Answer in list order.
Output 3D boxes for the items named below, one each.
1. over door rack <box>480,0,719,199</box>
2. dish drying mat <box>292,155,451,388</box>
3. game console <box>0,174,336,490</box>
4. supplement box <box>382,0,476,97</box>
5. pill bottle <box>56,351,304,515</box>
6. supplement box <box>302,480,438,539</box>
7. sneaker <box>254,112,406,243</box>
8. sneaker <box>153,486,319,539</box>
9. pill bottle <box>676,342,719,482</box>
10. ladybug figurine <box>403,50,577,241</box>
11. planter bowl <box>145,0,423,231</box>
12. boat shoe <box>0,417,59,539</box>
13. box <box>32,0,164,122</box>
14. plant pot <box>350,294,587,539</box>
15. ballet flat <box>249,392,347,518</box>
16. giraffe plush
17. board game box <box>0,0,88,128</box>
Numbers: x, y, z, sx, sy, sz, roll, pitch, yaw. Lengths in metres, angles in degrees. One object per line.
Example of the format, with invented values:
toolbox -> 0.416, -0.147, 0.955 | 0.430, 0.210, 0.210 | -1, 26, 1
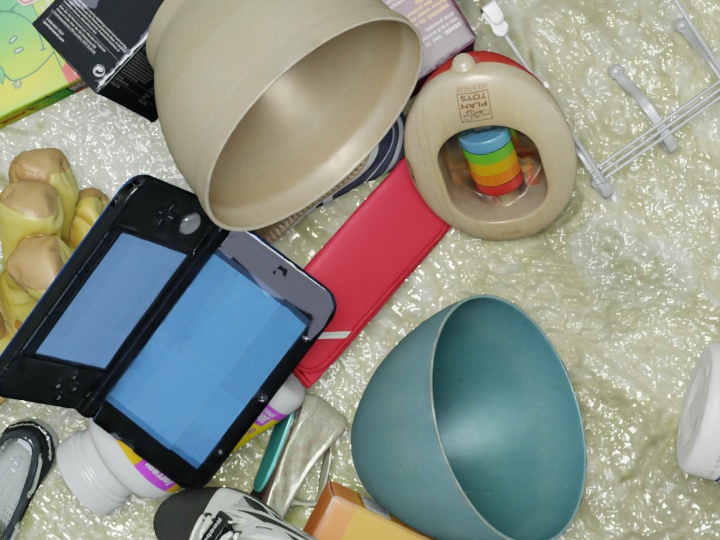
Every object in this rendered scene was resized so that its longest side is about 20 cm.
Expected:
over door rack -> 0.206, -0.181, 1.230 | 0.147, 0.067, 0.200 | -35, 110, 2
dish drying mat -> 0.000, 0.000, 1.232 | 0.200, 0.018, 0.077 | -48, 113, -16
game console -> -0.145, 0.053, 1.117 | 0.118, 0.171, 0.200 | 41, 99, 28
supplement box -> 0.008, -0.243, 1.224 | 0.085, 0.110, 0.200 | -33, 89, 3
pill bottle -> -0.152, 0.120, 1.235 | 0.200, 0.104, 0.104 | -35, 89, 11
supplement box -> 0.050, 0.249, 1.239 | 0.199, 0.069, 0.067 | 27, 92, -5
sneaker -> -0.046, -0.080, 1.258 | 0.200, 0.108, 0.070 | -28, 92, 33
sneaker -> -0.096, 0.219, 1.178 | 0.199, 0.088, 0.074 | 15, 87, 31
pill bottle -> 0.367, 0.134, 1.214 | 0.199, 0.111, 0.112 | 14, 91, 3
ladybug figurine -> 0.105, -0.106, 1.201 | 0.135, 0.200, 0.072 | -6, 50, 11
planter bowl -> -0.072, -0.146, 1.088 | 0.200, 0.200, 0.135 | -44, 69, 2
boat shoe -> -0.329, 0.216, 1.271 | 0.075, 0.060, 0.201 | 26, 92, 2
box -> -0.162, -0.203, 1.187 | 0.141, 0.200, 0.079 | -43, 87, 2
plant pot -> 0.070, 0.134, 1.204 | 0.134, 0.200, 0.201 | -21, 90, 38
ballet flat -> -0.070, 0.202, 1.260 | 0.062, 0.067, 0.201 | 25, 93, -17
giraffe plush -> -0.281, 0.022, 1.238 | 0.162, 0.173, 0.200 | -21, 126, 13
board game box -> -0.334, -0.167, 1.272 | 0.199, 0.048, 0.102 | -25, 90, 3
